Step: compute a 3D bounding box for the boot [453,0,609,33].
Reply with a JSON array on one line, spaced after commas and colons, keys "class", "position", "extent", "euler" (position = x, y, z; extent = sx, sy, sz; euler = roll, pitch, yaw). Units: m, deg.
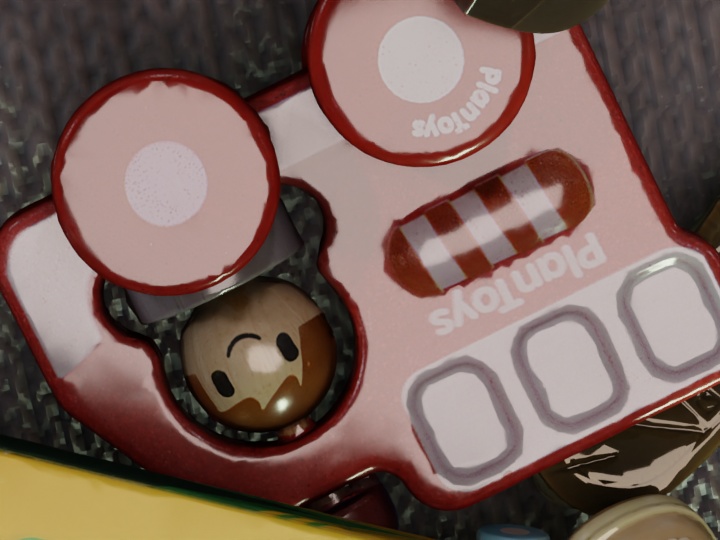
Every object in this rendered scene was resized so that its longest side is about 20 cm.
[{"class": "boot", "position": [-0.034, -0.155, 0.823], "extent": [0.064, 0.200, 0.186], "euler": [-47, 143, 17]}]

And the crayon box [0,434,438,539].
[{"class": "crayon box", "position": [-0.059, 0.159, 0.829], "extent": [0.172, 0.058, 0.200], "euler": [14, 88, -7]}]

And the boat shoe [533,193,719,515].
[{"class": "boat shoe", "position": [0.135, 0.006, 0.972], "extent": [0.201, 0.063, 0.073], "euler": [-43, 86, -5]}]

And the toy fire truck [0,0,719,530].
[{"class": "toy fire truck", "position": [0.000, 0.000, 0.908], "extent": [0.200, 0.112, 0.168], "euler": [-27, 94, -1]}]

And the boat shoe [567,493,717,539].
[{"class": "boat shoe", "position": [0.100, 0.163, 0.905], "extent": [0.072, 0.065, 0.200], "euler": [-15, 115, -19]}]

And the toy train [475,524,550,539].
[{"class": "toy train", "position": [0.054, 0.170, 0.962], "extent": [0.150, 0.056, 0.200], "euler": [-10, 106, -48]}]
